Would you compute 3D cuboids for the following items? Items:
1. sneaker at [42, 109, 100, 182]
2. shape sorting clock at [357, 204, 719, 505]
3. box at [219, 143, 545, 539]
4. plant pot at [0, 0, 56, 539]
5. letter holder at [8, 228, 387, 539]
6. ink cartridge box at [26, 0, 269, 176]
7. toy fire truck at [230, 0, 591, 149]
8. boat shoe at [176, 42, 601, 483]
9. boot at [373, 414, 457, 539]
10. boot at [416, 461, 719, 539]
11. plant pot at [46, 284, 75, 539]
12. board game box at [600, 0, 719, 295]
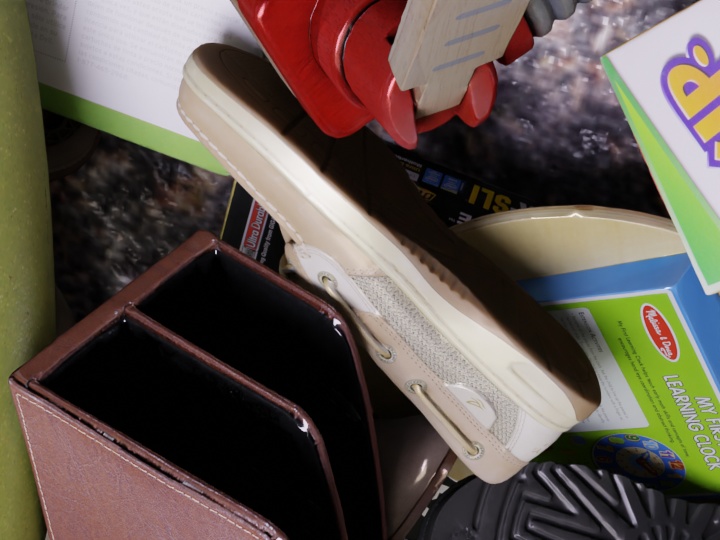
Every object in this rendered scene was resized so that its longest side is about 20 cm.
[{"bbox_3d":[-0.195,-0.058,0.899,0.198,0.071,0.076,5,149,24],"label":"sneaker"},{"bbox_3d":[0.096,0.042,0.819,0.198,0.039,0.201,10,142,8],"label":"shape sorting clock"},{"bbox_3d":[0.005,0.034,0.904,0.158,0.050,0.201,20,134,0],"label":"box"},{"bbox_3d":[-0.187,-0.013,0.729,0.185,0.187,0.202,15,101,7],"label":"plant pot"},{"bbox_3d":[-0.033,0.113,0.741,0.141,0.100,0.201,27,140,32],"label":"letter holder"},{"bbox_3d":[-0.084,-0.156,0.750,0.146,0.076,0.201,20,126,4],"label":"ink cartridge box"},{"bbox_3d":[0.050,-0.108,0.615,0.175,0.200,0.129,-34,126,0],"label":"toy fire truck"},{"bbox_3d":[0.000,0.000,0.736,0.200,0.072,0.065,42,112,-11],"label":"boat shoe"},{"bbox_3d":[-0.046,0.075,0.860,0.146,0.070,0.200,37,145,2],"label":"boot"},{"bbox_3d":[0.088,0.144,0.859,0.209,0.080,0.158,12,159,-26],"label":"boot"},{"bbox_3d":[-0.202,0.059,0.917,0.199,0.201,0.135,28,123,-5],"label":"plant pot"},{"bbox_3d":[0.155,-0.059,0.654,0.200,0.030,0.096,-27,87,57],"label":"board game box"}]
